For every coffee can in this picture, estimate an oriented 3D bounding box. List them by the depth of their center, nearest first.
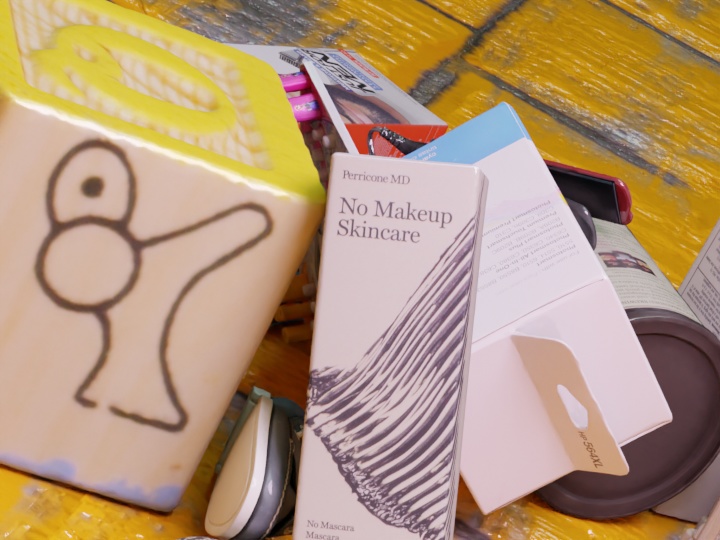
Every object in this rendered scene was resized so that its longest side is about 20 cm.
[{"bbox_3d":[0.135,0.043,1.848,0.146,0.147,0.200,17,23,-28],"label":"coffee can"}]

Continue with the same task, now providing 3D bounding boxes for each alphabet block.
[{"bbox_3d":[-0.154,-0.021,1.558,0.195,0.200,0.197,19,22,-23],"label":"alphabet block"}]

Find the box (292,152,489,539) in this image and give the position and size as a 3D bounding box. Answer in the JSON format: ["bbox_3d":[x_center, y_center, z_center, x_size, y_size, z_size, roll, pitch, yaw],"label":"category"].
[{"bbox_3d":[0.016,0.045,1.471,0.082,0.201,0.068,4,-3,7],"label":"box"}]

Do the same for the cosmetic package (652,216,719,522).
[{"bbox_3d":[0.250,0.058,1.880,0.087,0.200,0.103,17,24,-30],"label":"cosmetic package"}]

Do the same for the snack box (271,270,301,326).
[{"bbox_3d":[-0.047,-0.017,1.913,0.116,0.037,0.200,34,21,23],"label":"snack box"}]

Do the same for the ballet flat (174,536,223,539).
[{"bbox_3d":[-0.017,0.171,1.482,0.199,0.068,0.075,17,7,-22],"label":"ballet flat"}]

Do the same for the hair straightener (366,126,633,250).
[{"bbox_3d":[0.073,-0.052,1.834,0.200,0.041,0.077,23,47,36],"label":"hair straightener"}]

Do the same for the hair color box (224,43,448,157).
[{"bbox_3d":[-0.040,-0.112,2.116,0.111,0.064,0.200,40,25,27],"label":"hair color box"}]

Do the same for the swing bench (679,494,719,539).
[{"bbox_3d":[0.293,0.125,1.777,0.129,0.199,0.200,30,20,6],"label":"swing bench"}]

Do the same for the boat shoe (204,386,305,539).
[{"bbox_3d":[-0.042,0.108,1.549,0.062,0.073,0.200,26,6,-5],"label":"boat shoe"}]

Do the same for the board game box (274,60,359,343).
[{"bbox_3d":[-0.011,0.018,1.638,0.026,0.200,0.200,-12,45,-14],"label":"board game box"}]

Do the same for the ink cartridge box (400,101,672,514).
[{"bbox_3d":[0.083,0.028,1.667,0.129,0.125,0.200,60,4,-40],"label":"ink cartridge box"}]
